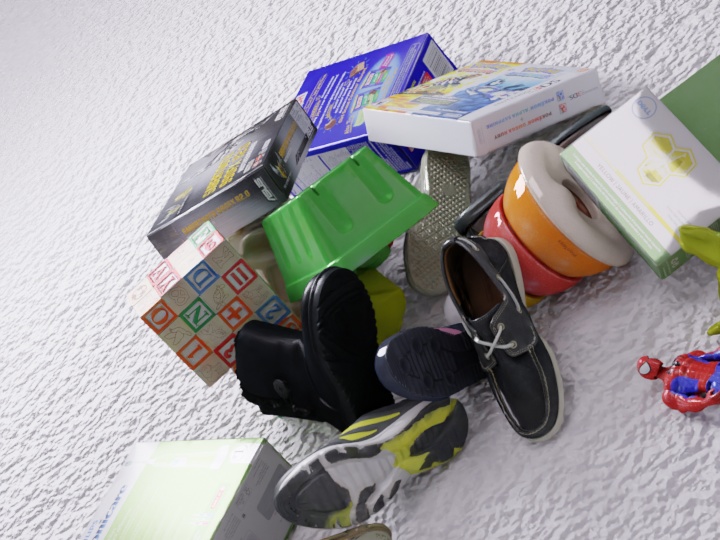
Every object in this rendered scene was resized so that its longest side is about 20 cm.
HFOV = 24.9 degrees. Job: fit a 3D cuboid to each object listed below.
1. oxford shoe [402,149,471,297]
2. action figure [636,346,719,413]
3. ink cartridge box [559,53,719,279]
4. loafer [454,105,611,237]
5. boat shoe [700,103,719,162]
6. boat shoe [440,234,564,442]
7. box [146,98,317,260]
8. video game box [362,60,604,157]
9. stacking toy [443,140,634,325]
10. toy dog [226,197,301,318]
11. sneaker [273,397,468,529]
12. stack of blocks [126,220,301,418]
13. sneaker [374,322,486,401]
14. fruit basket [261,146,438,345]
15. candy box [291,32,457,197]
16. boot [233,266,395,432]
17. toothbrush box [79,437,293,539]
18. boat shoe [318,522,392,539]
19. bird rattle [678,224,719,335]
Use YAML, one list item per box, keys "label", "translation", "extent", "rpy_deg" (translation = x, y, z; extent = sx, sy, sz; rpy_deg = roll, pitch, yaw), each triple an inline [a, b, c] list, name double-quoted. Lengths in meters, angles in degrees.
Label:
- label: "oxford shoe"
  translation: [0.082, -0.048, 1.723]
  extent: [0.058, 0.075, 0.201]
  rpy_deg: [111, 169, -51]
- label: "action figure"
  translation: [0.301, 0.089, 1.314]
  extent: [0.200, 0.052, 0.066]
  rpy_deg: [3, 55, 52]
- label: "ink cartridge box"
  translation: [0.300, -0.108, 1.455]
  extent: [0.200, 0.048, 0.146]
  rpy_deg: [-38, 64, 1]
- label: "loafer"
  translation: [0.190, -0.085, 1.658]
  extent: [0.200, 0.063, 0.072]
  rpy_deg: [-38, -11, 2]
- label: "boat shoe"
  translation: [0.325, -0.086, 1.499]
  extent: [0.076, 0.060, 0.200]
  rpy_deg: [40, 83, 24]
- label: "boat shoe"
  translation: [0.122, 0.060, 1.456]
  extent: [0.072, 0.067, 0.201]
  rpy_deg: [-31, 65, 31]
- label: "box"
  translation: [-0.136, -0.098, 1.774]
  extent: [0.158, 0.048, 0.200]
  rpy_deg: [-29, 18, 21]
- label: "video game box"
  translation: [0.132, -0.180, 1.773]
  extent: [0.182, 0.047, 0.200]
  rpy_deg: [-22, 21, -30]
- label: "stacking toy"
  translation: [0.148, -0.013, 1.556]
  extent: [0.200, 0.146, 0.146]
  rpy_deg: [-43, 27, 26]
- label: "toy dog"
  translation: [-0.092, -0.036, 1.820]
  extent: [0.193, 0.140, 0.200]
  rpy_deg: [-33, 29, -14]
- label: "sneaker"
  translation: [0.004, 0.175, 1.483]
  extent: [0.199, 0.075, 0.085]
  rpy_deg: [-23, 10, -24]
- label: "stack of blocks"
  translation: [-0.129, 0.061, 1.668]
  extent: [0.115, 0.200, 0.059]
  rpy_deg: [-43, 31, -1]
- label: "sneaker"
  translation: [0.055, 0.089, 1.482]
  extent: [0.082, 0.200, 0.071]
  rpy_deg: [-19, 81, 31]
- label: "fruit basket"
  translation: [0.000, 0.000, 1.636]
  extent: [0.155, 0.216, 0.215]
  rpy_deg: [-37, 29, -17]
- label: "candy box"
  translation: [-0.001, -0.184, 1.963]
  extent: [0.199, 0.077, 0.170]
  rpy_deg: [-10, 43, 39]
- label: "boot"
  translation: [-0.060, 0.074, 1.564]
  extent: [0.168, 0.201, 0.076]
  rpy_deg: [13, 43, 39]
- label: "toothbrush box"
  translation: [-0.166, 0.246, 1.585]
  extent: [0.199, 0.086, 0.146]
  rpy_deg: [-7, 44, 42]
- label: "boat shoe"
  translation: [-0.059, 0.283, 1.443]
  extent: [0.199, 0.074, 0.063]
  rpy_deg: [-20, 28, 12]
- label: "bird rattle"
  translation: [0.366, -0.024, 1.340]
  extent: [0.199, 0.113, 0.163]
  rpy_deg: [-12, 24, 35]
